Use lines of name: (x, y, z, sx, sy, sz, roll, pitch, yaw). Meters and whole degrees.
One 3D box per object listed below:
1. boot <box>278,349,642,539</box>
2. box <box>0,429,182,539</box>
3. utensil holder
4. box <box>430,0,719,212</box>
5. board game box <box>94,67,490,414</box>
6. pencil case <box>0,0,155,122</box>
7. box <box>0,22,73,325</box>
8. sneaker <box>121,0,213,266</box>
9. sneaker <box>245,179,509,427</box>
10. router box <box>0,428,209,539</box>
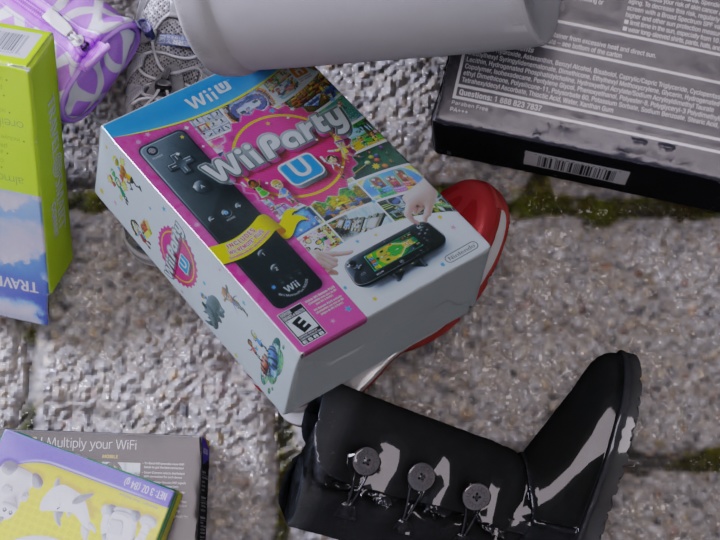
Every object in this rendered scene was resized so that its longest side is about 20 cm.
boot: (0.064, 0.105, 1.373, 0.200, 0.066, 0.165, 17, 84, -5)
box: (-0.199, 0.210, 1.335, 0.117, 0.048, 0.200, 19, 84, 4)
utensil holder: (0.007, -0.201, 1.273, 0.200, 0.170, 0.170, -1, 82, 16)
box: (0.163, -0.158, 1.389, 0.200, 0.123, 0.199, 13, 84, 4)
board game box: (-0.044, -0.031, 1.311, 0.147, 0.064, 0.200, -28, 61, -29)
pencil case: (-0.233, -0.174, 1.377, 0.200, 0.086, 0.084, 35, 88, 8)
box: (-0.246, -0.065, 1.369, 0.122, 0.200, 0.048, 12, 40, 12)
sneaker: (-0.117, -0.105, 1.408, 0.075, 0.082, 0.200, 2, 83, 1)
sneaker: (0.000, 0.000, 1.369, 0.200, 0.116, 0.078, -48, 43, -5)
router box: (-0.199, 0.181, 1.388, 0.200, 0.052, 0.158, 2, 82, 2)
